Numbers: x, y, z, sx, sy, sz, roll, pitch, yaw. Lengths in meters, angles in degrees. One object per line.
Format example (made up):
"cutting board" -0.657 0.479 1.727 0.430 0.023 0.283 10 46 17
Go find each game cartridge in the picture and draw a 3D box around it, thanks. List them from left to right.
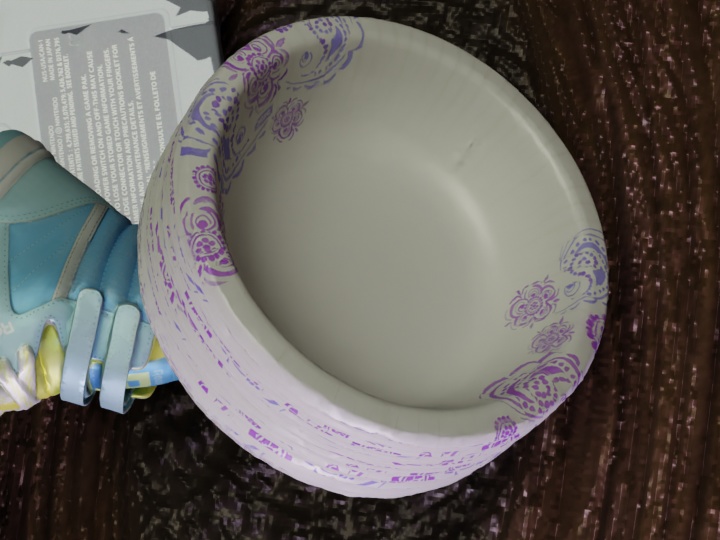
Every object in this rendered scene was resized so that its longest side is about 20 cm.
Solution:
"game cartridge" -0.124 -0.048 0.868 0.132 0.041 0.202 -7 81 -4

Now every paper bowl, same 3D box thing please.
"paper bowl" 0.000 0.000 0.788 0.104 0.199 0.202 -49 59 52

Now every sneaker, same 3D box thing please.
"sneaker" -0.153 0.046 0.786 0.130 0.080 0.201 30 72 5
